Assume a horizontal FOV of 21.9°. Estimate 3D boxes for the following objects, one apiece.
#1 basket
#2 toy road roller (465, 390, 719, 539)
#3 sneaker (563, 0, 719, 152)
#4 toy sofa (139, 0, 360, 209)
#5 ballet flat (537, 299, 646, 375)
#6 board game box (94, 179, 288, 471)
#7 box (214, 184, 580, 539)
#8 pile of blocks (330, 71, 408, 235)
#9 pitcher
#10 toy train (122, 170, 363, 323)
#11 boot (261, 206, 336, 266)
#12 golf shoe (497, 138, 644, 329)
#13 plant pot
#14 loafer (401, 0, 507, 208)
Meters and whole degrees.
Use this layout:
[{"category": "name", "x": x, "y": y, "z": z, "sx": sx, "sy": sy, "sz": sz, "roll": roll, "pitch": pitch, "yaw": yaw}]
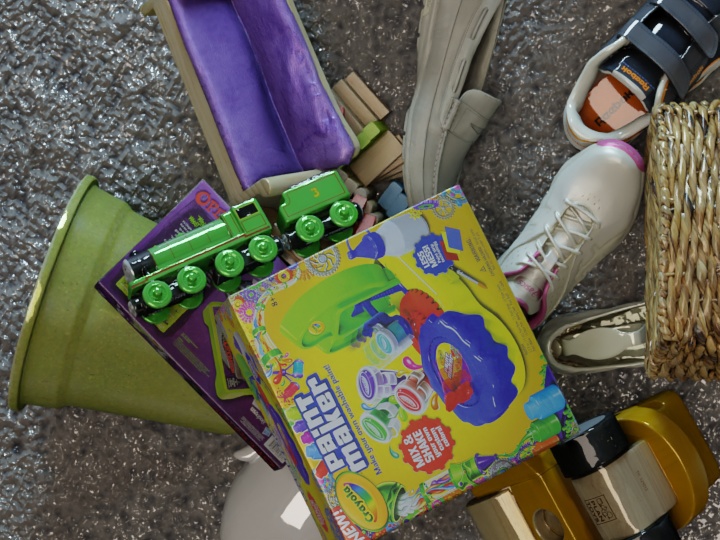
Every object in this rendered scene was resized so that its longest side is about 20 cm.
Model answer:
[{"category": "basket", "x": 0.289, "y": -0.024, "z": 1.384, "sx": 0.148, "sy": 0.143, "sz": 0.201, "roll": 2, "pitch": 71, "yaw": 5}, {"category": "toy road roller", "x": 0.195, "y": 0.174, "z": 1.485, "sx": 0.200, "sy": 0.146, "sz": 0.123, "roll": -29, "pitch": 89, "yaw": 50}, {"category": "sneaker", "x": 0.235, "y": -0.169, "z": 1.448, "sx": 0.078, "sy": 0.079, "sz": 0.200, "roll": 40, "pitch": 101, "yaw": 10}, {"category": "toy sofa", "x": -0.089, "y": -0.151, "z": 1.484, "sx": 0.097, "sy": 0.083, "sz": 0.201, "roll": -31, "pitch": 77, "yaw": 42}, {"category": "ballet flat", "x": 0.237, "y": 0.049, "z": 1.476, "sx": 0.199, "sy": 0.069, "sz": 0.070, "roll": -12, "pitch": 93, "yaw": 13}, {"category": "board game box", "x": -0.094, "y": 0.042, "z": 1.431, "sx": 0.200, "sy": 0.032, "sz": 0.120, "roll": 46, "pitch": 73, "yaw": -4}, {"category": "box", "x": 0.023, "y": 0.075, "z": 1.371, "sx": 0.192, "sy": 0.122, "sz": 0.201, "roll": -27, "pitch": 87, "yaw": -12}, {"category": "pile of blocks", "x": 0.009, "y": -0.062, "z": 1.514, "sx": 0.082, "sy": 0.062, "sz": 0.201, "roll": -17, "pitch": 92, "yaw": 13}, {"category": "pitcher", "x": -0.042, "y": 0.150, "z": 1.510, "sx": 0.171, "sy": 0.121, "sz": 0.200, "roll": 38, "pitch": 97, "yaw": -14}, {"category": "toy train", "x": -0.091, "y": -0.020, "z": 1.410, "sx": 0.199, "sy": 0.042, "sz": 0.057, "roll": -23, "pitch": 71, "yaw": -19}, {"category": "boot", "x": 0.000, "y": 0.000, "z": 1.474, "sx": 0.200, "sy": 0.074, "sz": 0.076, "roll": 35, "pitch": 91, "yaw": -2}, {"category": "golf shoe", "x": 0.154, "y": -0.013, "z": 1.449, "sx": 0.075, "sy": 0.092, "sz": 0.200, "roll": 34, "pitch": 121, "yaw": 2}, {"category": "plant pot", "x": -0.166, "y": 0.046, "z": 1.511, "sx": 0.183, "sy": 0.200, "sz": 0.201, "roll": 19, "pitch": 99, "yaw": -2}, {"category": "loafer", "x": 0.077, "y": -0.133, "z": 1.489, "sx": 0.069, "sy": 0.070, "sz": 0.201, "roll": 9, "pitch": 97, "yaw": 19}]
